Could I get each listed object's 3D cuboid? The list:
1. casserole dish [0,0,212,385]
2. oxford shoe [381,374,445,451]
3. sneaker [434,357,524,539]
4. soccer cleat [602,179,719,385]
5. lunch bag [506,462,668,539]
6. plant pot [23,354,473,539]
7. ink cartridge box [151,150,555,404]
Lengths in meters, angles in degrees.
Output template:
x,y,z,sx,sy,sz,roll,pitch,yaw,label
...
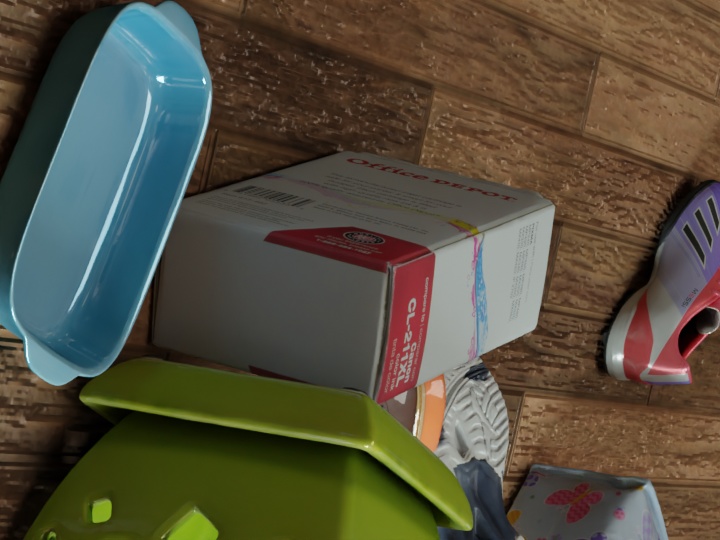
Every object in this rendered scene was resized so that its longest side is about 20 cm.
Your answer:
x,y,z,sx,sy,sz,roll,pitch,yaw,label
-0.135,-0.042,1.301,0.121,0.039,0.201,43,63,-59,casserole dish
-0.001,0.138,1.627,0.072,0.071,0.201,-7,115,-30,oxford shoe
0.044,0.153,1.701,0.079,0.130,0.200,-8,71,-34,sneaker
0.257,0.012,2.031,0.200,0.073,0.068,-57,146,-34,soccer cleat
0.154,0.270,1.897,0.170,0.127,0.200,-57,137,-38,lunch bag
-0.056,0.158,1.374,0.199,0.199,0.182,43,57,-61,plant pot
0.000,0.000,1.458,0.200,0.145,0.083,-20,120,-58,ink cartridge box
